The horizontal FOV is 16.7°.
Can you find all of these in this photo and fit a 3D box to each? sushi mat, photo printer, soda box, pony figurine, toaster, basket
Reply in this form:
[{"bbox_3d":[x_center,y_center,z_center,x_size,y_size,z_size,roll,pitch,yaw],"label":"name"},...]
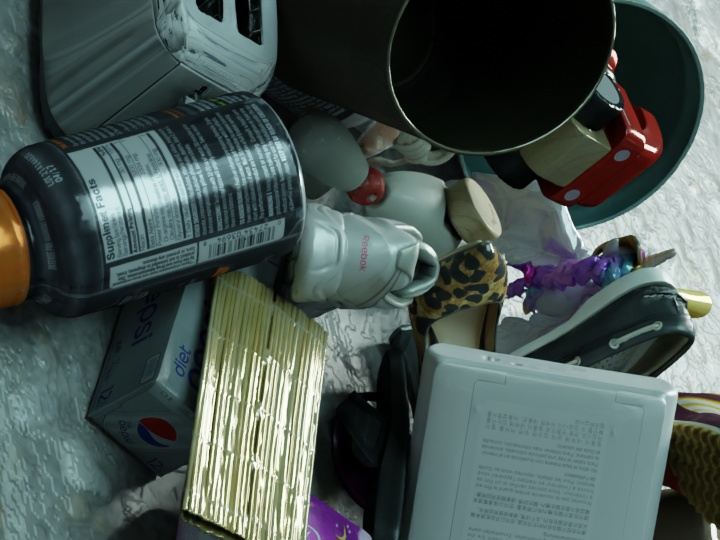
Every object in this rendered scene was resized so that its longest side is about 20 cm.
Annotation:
[{"bbox_3d":[-0.062,0.088,1.469,0.096,0.012,0.200,35,39,-27],"label":"sushi mat"},{"bbox_3d":[0.109,0.158,1.591,0.069,0.166,0.200,-65,164,-80],"label":"photo printer"},{"bbox_3d":[-0.104,0.028,1.535,0.068,0.063,0.200,43,38,-26],"label":"soda box"},{"bbox_3d":[0.154,0.017,1.798,0.200,0.193,0.167,42,48,-64],"label":"pony figurine"},{"bbox_3d":[-0.130,-0.166,1.584,0.114,0.129,0.200,30,45,-40],"label":"toaster"},{"bbox_3d":[0.030,-0.156,1.572,0.180,0.200,0.136,-17,110,-33],"label":"basket"}]

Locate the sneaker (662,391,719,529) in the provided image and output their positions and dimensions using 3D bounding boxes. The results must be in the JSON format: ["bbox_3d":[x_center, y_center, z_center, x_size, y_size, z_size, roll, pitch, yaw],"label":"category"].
[{"bbox_3d":[0.242,0.117,1.624,0.090,0.200,0.075,-17,113,-31],"label":"sneaker"}]

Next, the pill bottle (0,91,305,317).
[{"bbox_3d":[-0.142,-0.035,1.451,0.200,0.106,0.106,-17,79,-27],"label":"pill bottle"}]

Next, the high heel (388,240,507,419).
[{"bbox_3d":[0.076,0.071,1.642,0.071,0.200,0.143,-11,68,-19],"label":"high heel"}]

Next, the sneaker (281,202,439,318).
[{"bbox_3d":[0.000,0.000,1.606,0.200,0.099,0.078,-160,-103,-86],"label":"sneaker"}]

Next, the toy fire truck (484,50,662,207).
[{"bbox_3d":[0.156,-0.111,1.760,0.200,0.129,0.176,24,37,-43],"label":"toy fire truck"}]

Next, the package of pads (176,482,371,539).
[{"bbox_3d":[-0.054,0.224,1.451,0.121,0.076,0.200,37,40,-34],"label":"package of pads"}]

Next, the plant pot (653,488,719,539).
[{"bbox_3d":[0.203,0.227,1.701,0.200,0.175,0.200,33,42,-35],"label":"plant pot"}]

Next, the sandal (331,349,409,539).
[{"bbox_3d":[0.005,0.120,1.608,0.048,0.075,0.200,8,38,-3],"label":"sandal"}]

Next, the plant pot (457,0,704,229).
[{"bbox_3d":[0.149,-0.149,1.911,0.200,0.200,0.134,35,15,-34],"label":"plant pot"}]

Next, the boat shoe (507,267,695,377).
[{"bbox_3d":[0.146,0.079,1.704,0.076,0.200,0.060,23,33,-41],"label":"boat shoe"}]

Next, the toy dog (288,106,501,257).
[{"bbox_3d":[0.017,-0.068,1.718,0.200,0.132,0.096,69,0,-49],"label":"toy dog"}]

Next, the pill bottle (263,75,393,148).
[{"bbox_3d":[-0.028,-0.169,1.730,0.200,0.120,0.120,32,44,-37],"label":"pill bottle"}]
